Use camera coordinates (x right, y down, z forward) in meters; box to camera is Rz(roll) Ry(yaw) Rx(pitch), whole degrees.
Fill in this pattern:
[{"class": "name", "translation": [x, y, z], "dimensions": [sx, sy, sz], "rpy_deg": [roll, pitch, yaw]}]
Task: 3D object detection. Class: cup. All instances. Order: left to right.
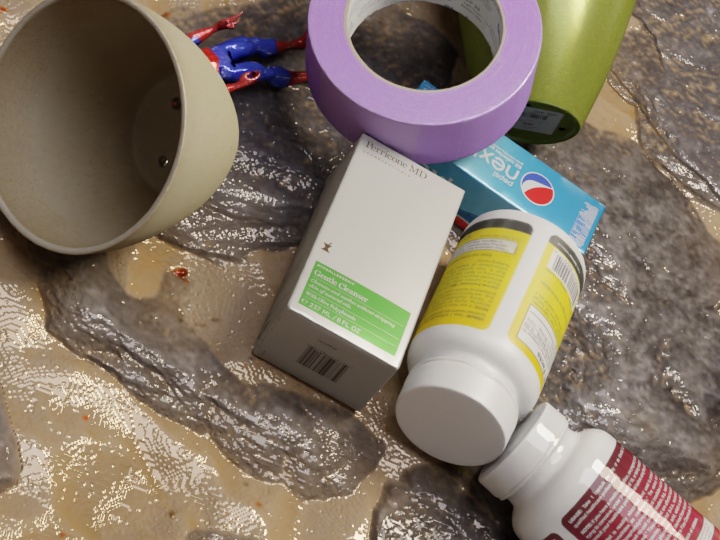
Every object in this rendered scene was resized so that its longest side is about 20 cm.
[{"class": "cup", "translation": [-0.176, -0.111, 1.593], "dimensions": [0.143, 0.200, 0.201], "rpy_deg": [2, 57, -58]}]

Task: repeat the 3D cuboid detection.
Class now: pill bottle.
[{"class": "pill bottle", "translation": [0.106, 0.055, 1.682], "dimensions": [0.114, 0.114, 0.200], "rpy_deg": [34, 50, -7]}, {"class": "pill bottle", "translation": [0.197, 0.202, 1.644], "dimensions": [0.200, 0.113, 0.113], "rpy_deg": [42, 50, -2]}]

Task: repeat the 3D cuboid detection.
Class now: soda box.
[{"class": "soda box", "translation": [0.111, -0.075, 1.795], "dimensions": [0.200, 0.068, 0.064], "rpy_deg": [35, 52, -7]}]

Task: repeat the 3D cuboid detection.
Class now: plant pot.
[{"class": "plant pot", "translation": [0.164, -0.225, 1.865], "dimensions": [0.186, 0.187, 0.201], "rpy_deg": [17, 68, -20]}]

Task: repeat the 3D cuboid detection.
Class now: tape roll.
[{"class": "tape roll", "translation": [0.053, -0.193, 1.740], "dimensions": [0.199, 0.066, 0.201], "rpy_deg": [2, 62, -4]}]

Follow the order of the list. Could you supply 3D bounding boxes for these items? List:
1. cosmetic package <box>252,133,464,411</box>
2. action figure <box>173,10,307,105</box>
[{"class": "cosmetic package", "translation": [0.000, 0.000, 1.675], "dimensions": [0.107, 0.085, 0.201], "rpy_deg": [28, 53, -9]}, {"class": "action figure", "translation": [-0.113, -0.179, 1.748], "dimensions": [0.199, 0.052, 0.066], "rpy_deg": [-13, 74, -33]}]
